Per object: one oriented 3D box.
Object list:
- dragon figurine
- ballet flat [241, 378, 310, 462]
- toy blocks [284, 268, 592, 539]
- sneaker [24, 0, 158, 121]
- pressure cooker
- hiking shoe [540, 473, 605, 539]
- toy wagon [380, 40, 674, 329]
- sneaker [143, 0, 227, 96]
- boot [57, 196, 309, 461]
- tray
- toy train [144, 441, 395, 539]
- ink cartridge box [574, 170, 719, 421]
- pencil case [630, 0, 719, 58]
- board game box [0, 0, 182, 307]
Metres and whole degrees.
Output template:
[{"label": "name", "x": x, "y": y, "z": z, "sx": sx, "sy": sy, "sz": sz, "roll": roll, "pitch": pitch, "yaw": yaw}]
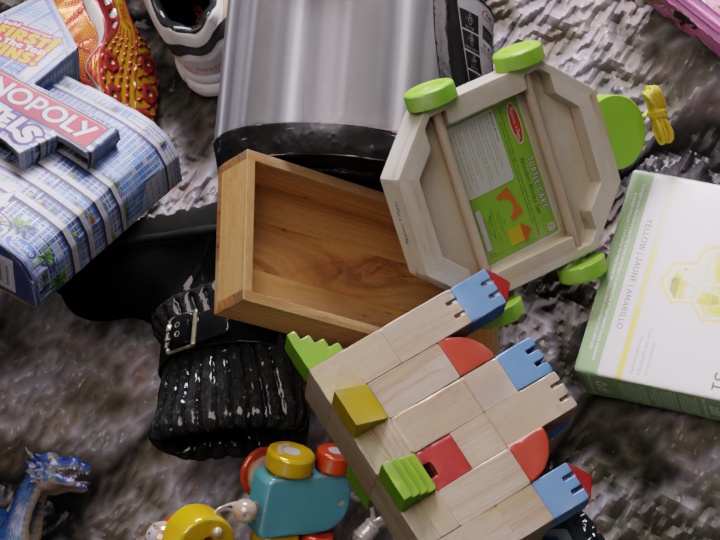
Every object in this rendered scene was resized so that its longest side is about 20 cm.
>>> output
[{"label": "dragon figurine", "x": -0.259, "y": 0.179, "z": 1.546, "sx": 0.199, "sy": 0.059, "sz": 0.100, "roll": -19, "pitch": 63, "yaw": 17}, {"label": "ballet flat", "x": -0.058, "y": 0.045, "z": 1.567, "sx": 0.067, "sy": 0.046, "sz": 0.201, "roll": -27, "pitch": 62, "yaw": 34}, {"label": "toy blocks", "x": 0.064, "y": 0.095, "z": 1.411, "sx": 0.136, "sy": 0.100, "sz": 0.200, "roll": -29, "pitch": 74, "yaw": -15}, {"label": "sneaker", "x": -0.197, "y": -0.157, "z": 1.686, "sx": 0.077, "sy": 0.073, "sz": 0.200, "roll": -34, "pitch": 57, "yaw": 23}, {"label": "pressure cooker", "x": -0.005, "y": -0.148, "z": 1.549, "sx": 0.178, "sy": 0.176, "sz": 0.201, "roll": 12, "pitch": 75, "yaw": -28}, {"label": "hiking shoe", "x": 0.090, "y": 0.159, "z": 1.473, "sx": 0.087, "sy": 0.074, "sz": 0.200, "roll": -40, "pitch": 54, "yaw": 4}, {"label": "toy wagon", "x": 0.108, "y": -0.062, "z": 1.486, "sx": 0.200, "sy": 0.156, "sz": 0.040, "roll": -25, "pitch": 16, "yaw": -27}, {"label": "sneaker", "x": -0.128, "y": -0.222, "z": 1.681, "sx": 0.074, "sy": 0.080, "sz": 0.200, "roll": -26, "pitch": 62, "yaw": 3}, {"label": "boot", "x": -0.122, "y": 0.047, "z": 1.538, "sx": 0.211, "sy": 0.079, "sz": 0.158, "roll": -14, "pitch": 70, "yaw": 39}, {"label": "tray", "x": 0.000, "y": 0.000, "z": 1.499, "sx": 0.037, "sy": 0.200, "sz": 0.099, "roll": -26, "pitch": 56, "yaw": 47}, {"label": "toy train", "x": -0.076, "y": 0.186, "z": 1.475, "sx": 0.200, "sy": 0.150, "sz": 0.056, "roll": -39, "pitch": 40, "yaw": -13}, {"label": "ink cartridge box", "x": 0.250, "y": 0.026, "z": 1.498, "sx": 0.199, "sy": 0.048, "sz": 0.146, "roll": 11, "pitch": 70, "yaw": 21}, {"label": "pencil case", "x": 0.260, "y": -0.159, "z": 1.555, "sx": 0.087, "sy": 0.083, "sz": 0.200, "roll": -44, "pitch": 65, "yaw": -8}, {"label": "board game box", "x": -0.224, "y": -0.092, "z": 1.548, "sx": 0.200, "sy": 0.062, "sz": 0.200, "roll": 26, "pitch": 50, "yaw": 23}]
